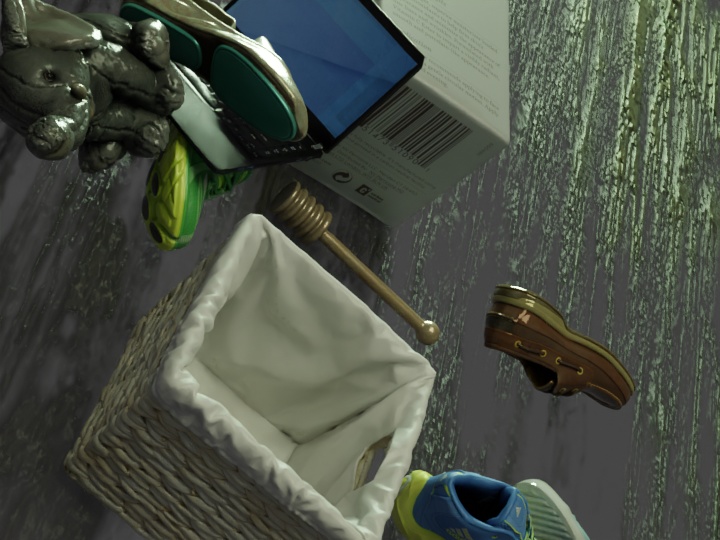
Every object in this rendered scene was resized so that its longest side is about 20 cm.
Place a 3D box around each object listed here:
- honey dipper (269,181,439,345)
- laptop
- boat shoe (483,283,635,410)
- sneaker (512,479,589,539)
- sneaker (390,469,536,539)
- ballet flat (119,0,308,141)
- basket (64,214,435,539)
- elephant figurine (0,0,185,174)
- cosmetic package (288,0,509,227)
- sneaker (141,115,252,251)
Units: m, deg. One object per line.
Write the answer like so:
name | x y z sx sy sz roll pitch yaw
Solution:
honey dipper | 0.000 0.000 1.602 0.200 0.038 0.038 44 38 -18
laptop | -0.081 -0.185 1.495 0.199 0.104 0.177 -13 54 -47
boat shoe | 0.186 0.088 1.719 0.200 0.072 0.068 36 73 -35
sneaker | 0.192 0.269 1.580 0.201 0.074 0.082 63 28 -1
sneaker | 0.118 0.235 1.479 0.199 0.105 0.076 37 57 -13
ballet flat | -0.107 -0.179 1.442 0.199 0.068 0.062 36 52 16
basket | -0.082 0.108 1.310 0.200 0.160 0.199 42 38 -16
elephant figurine | -0.237 -0.146 1.367 0.199 0.154 0.143 -6 88 -59
cosmetic package | 0.028 -0.187 1.668 0.164 0.165 0.201 31 43 -28
sneaker | -0.128 -0.093 1.495 0.083 0.074 0.201 25 44 -14
